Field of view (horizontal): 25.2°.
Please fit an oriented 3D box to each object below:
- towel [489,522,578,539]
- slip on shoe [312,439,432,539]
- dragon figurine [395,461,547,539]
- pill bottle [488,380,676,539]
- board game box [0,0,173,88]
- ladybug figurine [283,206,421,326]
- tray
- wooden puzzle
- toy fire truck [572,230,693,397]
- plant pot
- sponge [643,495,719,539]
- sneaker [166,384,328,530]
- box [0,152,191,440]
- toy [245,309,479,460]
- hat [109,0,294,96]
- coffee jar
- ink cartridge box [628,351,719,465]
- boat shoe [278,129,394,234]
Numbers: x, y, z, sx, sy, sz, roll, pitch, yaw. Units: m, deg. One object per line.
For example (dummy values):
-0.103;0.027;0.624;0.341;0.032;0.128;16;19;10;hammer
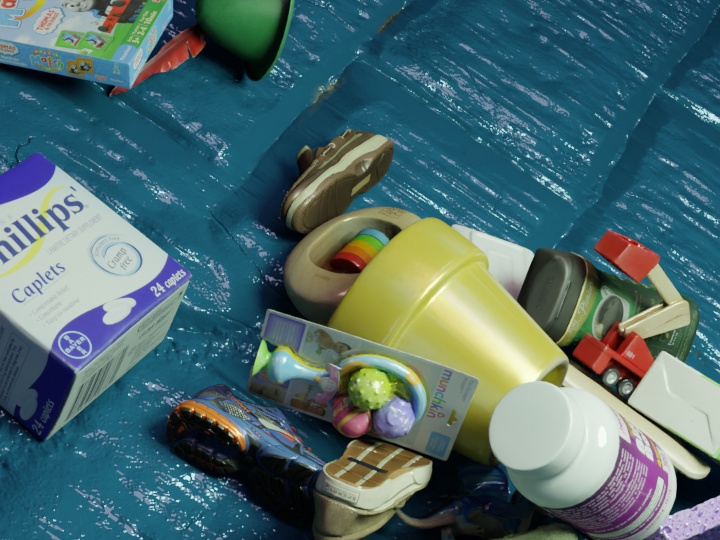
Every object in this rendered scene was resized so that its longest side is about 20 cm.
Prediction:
0.117;0.308;1.433;0.199;0.037;0.149;-13;55;-8;towel
0.009;0.196;1.423;0.076;0.061;0.200;19;9;14;slip on shoe
0.112;0.224;1.543;0.199;0.059;0.100;13;43;-15;dragon figurine
0.199;0.172;1.460;0.200;0.112;0.113;36;27;-49;pill bottle
-0.322;-0.269;1.752;0.199;0.037;0.152;11;41;7;board game box
0.000;0.000;1.672;0.135;0.072;0.200;17;37;29;ladybug figurine
0.151;0.026;1.790;0.107;0.022;0.200;19;42;-14;tray
0.263;0.155;1.661;0.185;0.046;0.200;36;3;3;wooden puzzle
0.300;0.064;1.693;0.200;0.141;0.049;34;4;-28;toy fire truck
0.087;0.083;1.545;0.189;0.201;0.201;37;41;19;plant pot
0.336;0.261;1.597;0.200;0.112;0.030;-12;58;-38;sponge
-0.077;0.165;1.484;0.200;0.075;0.078;33;38;0;sneaker
-0.293;0.019;1.475;0.200;0.105;0.184;37;41;8;box
-0.006;0.116;1.455;0.199;0.115;0.047;21;43;3;toy
-0.180;-0.305;1.815;0.175;0.166;0.200;9;44;-22;hat
0.264;0.048;1.752;0.199;0.105;0.085;20;2;-25;coffee jar
0.372;0.162;1.655;0.117;0.067;0.200;33;1;39;ink cartridge box
-0.042;-0.102;1.776;0.075;0.075;0.202;28;33;18;boat shoe
